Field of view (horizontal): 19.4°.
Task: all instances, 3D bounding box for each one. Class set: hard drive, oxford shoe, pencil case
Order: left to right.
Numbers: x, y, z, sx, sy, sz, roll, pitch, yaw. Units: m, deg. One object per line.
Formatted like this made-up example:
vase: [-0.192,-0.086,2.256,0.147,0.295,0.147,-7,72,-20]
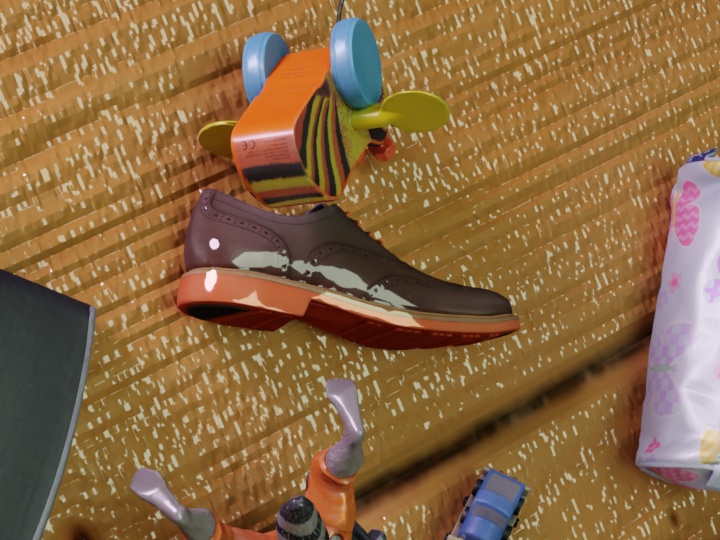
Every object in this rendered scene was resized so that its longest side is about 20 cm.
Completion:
hard drive: [-0.206,0.089,1.021,0.135,0.042,0.200,24,73,-26]
oxford shoe: [0.000,0.000,1.134,0.200,0.071,0.073,11,74,-28]
pencil case: [0.218,0.033,1.241,0.083,0.091,0.200,17,77,-27]

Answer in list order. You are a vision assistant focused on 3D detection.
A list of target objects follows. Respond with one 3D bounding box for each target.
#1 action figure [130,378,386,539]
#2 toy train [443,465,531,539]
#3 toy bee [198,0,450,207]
action figure: [-0.052,0.173,1.054,0.200,0.105,0.194,-33,129,-23]
toy train: [0.044,0.179,1.125,0.034,0.046,0.200,23,51,9]
toy bee: [-0.008,-0.087,1.118,0.200,0.131,0.109,-51,134,-35]
